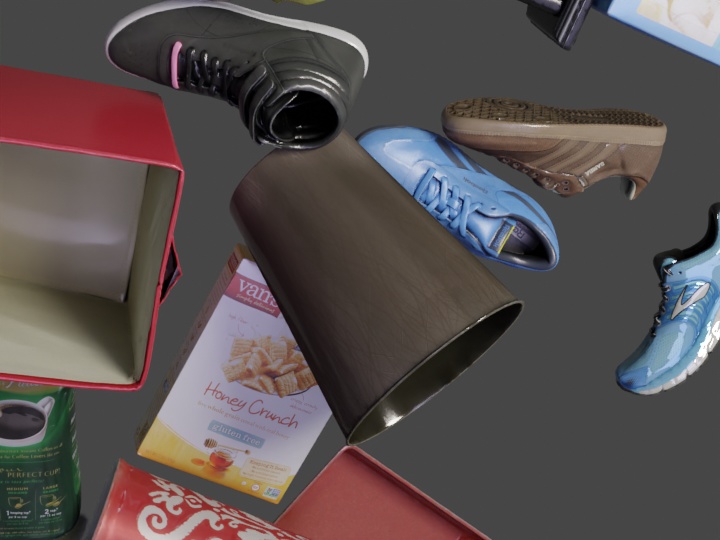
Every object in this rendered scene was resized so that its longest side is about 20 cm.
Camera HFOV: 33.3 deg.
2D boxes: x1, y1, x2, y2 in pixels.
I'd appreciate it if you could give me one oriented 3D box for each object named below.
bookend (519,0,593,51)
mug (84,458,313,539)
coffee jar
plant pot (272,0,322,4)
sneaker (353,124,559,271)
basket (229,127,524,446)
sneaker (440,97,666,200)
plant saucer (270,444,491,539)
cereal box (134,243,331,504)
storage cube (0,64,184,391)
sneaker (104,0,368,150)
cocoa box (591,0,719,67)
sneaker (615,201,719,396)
[{"bbox_3d":[0.098,-0.296,0.869,0.199,0.092,0.200,19,109,-15],"label":"bookend"},{"bbox_3d":[-0.143,0.276,1.018,0.199,0.133,0.179,21,72,-11],"label":"mug"},{"bbox_3d":[-0.276,0.116,0.971,0.103,0.085,0.202,3,114,-12],"label":"coffee jar"},{"bbox_3d":[-0.057,-0.288,0.800,0.200,0.201,0.184,-37,128,4],"label":"plant pot"},{"bbox_3d":[0.083,-0.057,0.989,0.199,0.079,0.066,27,107,-22],"label":"sneaker"},{"bbox_3d":[0.000,0.000,0.914,0.180,0.201,0.136,-45,162,32],"label":"basket"},{"bbox_3d":[0.159,-0.095,0.995,0.198,0.071,0.076,3,114,-15],"label":"sneaker"},{"bbox_3d":[-0.009,0.273,1.138,0.199,0.037,0.200,37,101,-26],"label":"plant saucer"},{"bbox_3d":[-0.087,0.092,1.034,0.143,0.040,0.201,23,106,-22],"label":"cereal box"},{"bbox_3d":[-0.232,-0.037,0.861,0.198,0.180,0.172,7,112,-18],"label":"storage cube"},{"bbox_3d":[-0.093,-0.142,0.878,0.198,0.100,0.071,6,130,-3],"label":"sneaker"},{"bbox_3d":[0.261,-0.270,0.901,0.132,0.131,0.201,19,108,-15],"label":"cocoa box"},{"bbox_3d":[0.291,0.023,1.093,0.090,0.078,0.201,35,99,-6],"label":"sneaker"}]
